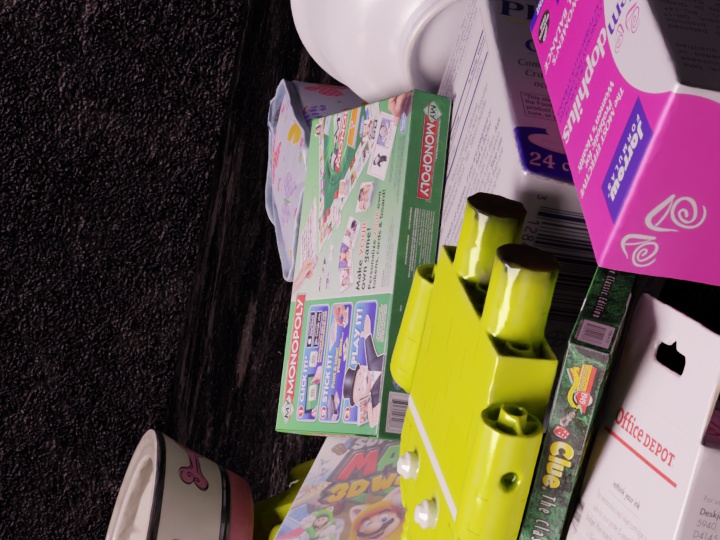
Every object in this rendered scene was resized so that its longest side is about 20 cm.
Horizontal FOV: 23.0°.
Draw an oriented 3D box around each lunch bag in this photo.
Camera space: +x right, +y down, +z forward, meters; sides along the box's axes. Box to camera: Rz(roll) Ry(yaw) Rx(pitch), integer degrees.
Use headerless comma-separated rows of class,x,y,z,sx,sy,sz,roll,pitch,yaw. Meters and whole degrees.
lunch bag,0.022,-0.066,1.263,0.200,0.168,0.128,-109,25,-61

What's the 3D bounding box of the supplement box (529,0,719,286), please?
supplement box,0.153,-0.093,0.821,0.201,0.102,0.102,-99,22,-50

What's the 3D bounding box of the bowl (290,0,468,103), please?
bowl,0.062,-0.162,1.102,0.091,0.199,0.202,-110,28,-43

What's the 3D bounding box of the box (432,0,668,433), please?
box,0.102,-0.040,1.018,0.201,0.104,0.185,-96,18,-47

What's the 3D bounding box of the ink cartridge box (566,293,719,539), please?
ink cartridge box,0.142,0.123,0.782,0.116,0.066,0.202,-135,59,-75

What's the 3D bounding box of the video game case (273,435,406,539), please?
video game case,0.032,0.113,1.052,0.018,0.142,0.200,63,-149,-23

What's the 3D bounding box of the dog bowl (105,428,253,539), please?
dog bowl,-0.127,0.210,1.162,0.200,0.073,0.202,-165,90,-77

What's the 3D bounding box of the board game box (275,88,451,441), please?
board game box,0.000,0.000,1.072,0.134,0.029,0.202,-6,76,63

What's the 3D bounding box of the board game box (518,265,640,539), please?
board game box,0.102,0.083,0.860,0.105,0.023,0.201,-58,-18,-49

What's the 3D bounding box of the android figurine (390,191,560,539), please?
android figurine,0.052,0.070,0.878,0.182,0.041,0.202,-111,30,-61

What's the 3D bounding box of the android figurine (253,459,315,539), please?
android figurine,0.016,0.136,1.171,0.199,0.182,0.041,-22,98,36
